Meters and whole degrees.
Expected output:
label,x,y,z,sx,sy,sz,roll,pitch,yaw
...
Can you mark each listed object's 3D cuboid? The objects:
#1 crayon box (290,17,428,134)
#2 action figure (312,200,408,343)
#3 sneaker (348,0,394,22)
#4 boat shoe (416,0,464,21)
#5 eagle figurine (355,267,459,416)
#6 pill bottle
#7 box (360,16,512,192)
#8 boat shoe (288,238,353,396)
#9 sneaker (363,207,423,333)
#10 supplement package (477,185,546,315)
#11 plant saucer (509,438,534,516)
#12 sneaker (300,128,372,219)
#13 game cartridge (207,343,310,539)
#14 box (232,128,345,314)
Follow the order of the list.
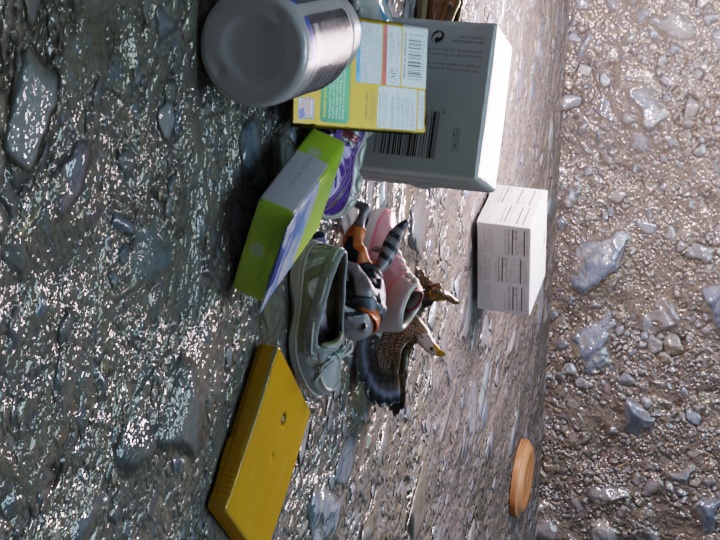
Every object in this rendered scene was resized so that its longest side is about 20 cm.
label,x,y,z,sx,sy,sz,roll,pitch,yaw
crayon box,-0.012,-0.225,1.569,0.198,0.051,0.128,-1,94,-40
action figure,0.000,0.000,1.753,0.201,0.103,0.195,76,18,-52
sneaker,-0.009,-0.322,1.646,0.081,0.076,0.202,-48,137,-49
boat shoe,0.118,-0.328,2.069,0.072,0.067,0.203,-48,143,-65
eagle figurine,0.060,0.102,2.012,0.151,0.151,0.201,36,91,-27
pill bottle,-0.073,-0.232,1.376,0.200,0.112,0.115,-37,132,-68
box,0.080,-0.213,1.755,0.131,0.196,0.203,17,80,-74
boat shoe,-0.043,0.063,1.663,0.074,0.064,0.205,-28,123,-52
sneaker,0.047,0.003,1.908,0.076,0.103,0.202,71,29,-52
supplement package,0.302,-0.042,2.720,0.156,0.109,0.202,-59,152,-53
plant saucer,0.423,0.541,3.557,0.200,0.032,0.203,7,90,-73
sneaker,-0.031,-0.163,1.622,0.083,0.080,0.203,15,79,-61
game cartridge,-0.115,0.213,1.574,0.177,0.032,0.202,71,33,-57
box,-0.079,-0.056,1.488,0.200,0.047,0.123,-59,171,-55
